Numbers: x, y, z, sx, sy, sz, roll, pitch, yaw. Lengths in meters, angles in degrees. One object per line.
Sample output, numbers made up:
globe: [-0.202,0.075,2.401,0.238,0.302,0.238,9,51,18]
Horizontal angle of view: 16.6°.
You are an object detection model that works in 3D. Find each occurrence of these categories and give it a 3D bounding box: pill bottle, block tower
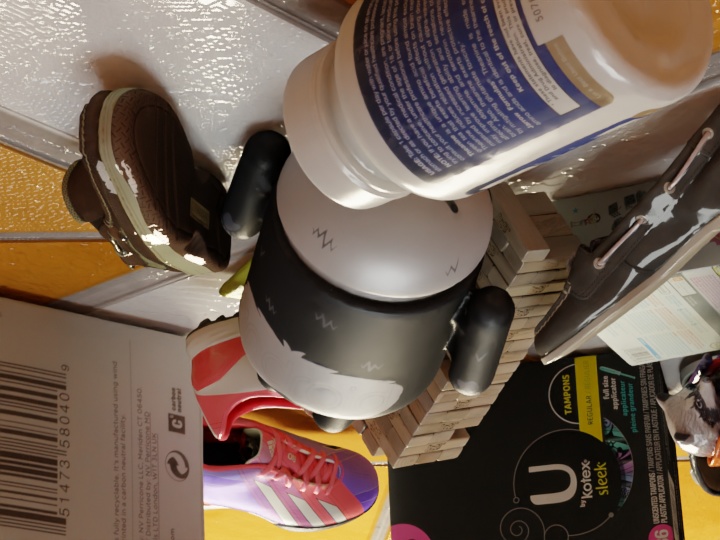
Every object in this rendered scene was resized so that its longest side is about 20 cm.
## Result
pill bottle: [0.059,-0.099,1.166,0.110,0.112,0.199,17,151,-41]
block tower: [0.064,0.037,1.475,0.057,0.054,0.201,-7,141,-37]

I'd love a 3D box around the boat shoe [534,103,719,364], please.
boat shoe: [0.162,-0.023,1.387,0.200,0.057,0.067,-41,172,31]

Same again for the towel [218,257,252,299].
towel: [-0.010,-0.019,1.493,0.085,0.018,0.200,11,155,-23]

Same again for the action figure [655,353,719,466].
action figure: [0.275,0.073,1.478,0.192,0.105,0.200,-9,158,1]

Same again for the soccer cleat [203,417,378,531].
soccer cleat: [-0.065,0.145,1.812,0.199,0.069,0.073,11,147,-28]

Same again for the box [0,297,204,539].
box: [-0.224,0.144,1.617,0.199,0.201,0.171,14,153,-37]

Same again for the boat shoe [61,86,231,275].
boat shoe: [-0.128,-0.040,1.344,0.074,0.075,0.202,-1,159,11]

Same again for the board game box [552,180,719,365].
board game box: [0.231,-0.008,1.488,0.198,0.065,0.147,-10,158,21]

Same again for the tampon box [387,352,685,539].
tampon box: [0.125,0.153,1.758,0.198,0.151,0.126,-7,159,10]

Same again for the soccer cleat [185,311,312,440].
soccer cleat: [-0.008,0.053,1.539,0.198,0.074,0.068,-12,162,0]

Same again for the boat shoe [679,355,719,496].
boat shoe: [0.267,0.113,1.798,0.073,0.061,0.200,-2,158,1]

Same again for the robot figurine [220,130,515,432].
robot figurine: [0.002,0.000,1.362,0.149,0.126,0.201,5,140,-13]
